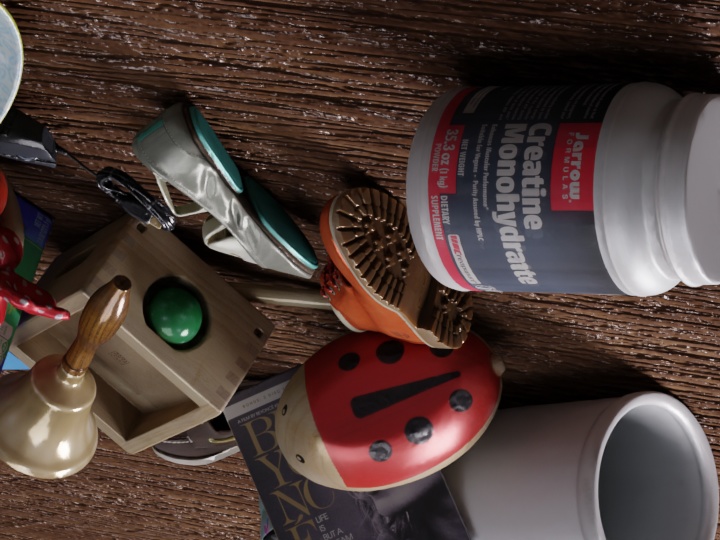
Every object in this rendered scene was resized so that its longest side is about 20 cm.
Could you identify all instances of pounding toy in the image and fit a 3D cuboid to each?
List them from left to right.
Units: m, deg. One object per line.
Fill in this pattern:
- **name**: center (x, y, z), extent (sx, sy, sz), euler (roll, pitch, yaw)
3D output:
- **pounding toy**: center (-0.158, 0.041, 1.933), extent (0.184, 0.142, 0.200), euler (43, 144, -16)

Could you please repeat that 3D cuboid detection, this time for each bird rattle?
- **bird rattle**: center (-0.300, -0.046, 1.800), extent (0.113, 0.163, 0.200), euler (-32, 125, 24)

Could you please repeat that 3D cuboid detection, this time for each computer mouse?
- **computer mouse**: center (-0.229, -0.078, 1.764), extent (0.200, 0.034, 0.059), euler (30, 160, 16)

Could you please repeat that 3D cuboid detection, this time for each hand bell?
- **hand bell**: center (-0.223, 0.070, 1.838), extent (0.104, 0.104, 0.200), euler (24, 135, -13)

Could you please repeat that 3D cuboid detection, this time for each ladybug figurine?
- **ladybug figurine**: center (0.023, 0.106, 1.891), extent (0.200, 0.136, 0.072), euler (-23, 171, 4)

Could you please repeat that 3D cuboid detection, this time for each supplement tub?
- **supplement tub**: center (0.144, -0.054, 1.529), extent (0.200, 0.140, 0.140), euler (1, 149, 30)

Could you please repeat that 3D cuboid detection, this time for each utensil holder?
- **utensil holder**: center (0.173, 0.192, 1.960), extent (0.200, 0.170, 0.170), euler (-7, 145, 44)

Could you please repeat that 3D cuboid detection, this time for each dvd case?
- **dvd case**: center (-0.012, 0.170, 1.936), extent (0.149, 0.200, 0.016), euler (-23, 173, -1)

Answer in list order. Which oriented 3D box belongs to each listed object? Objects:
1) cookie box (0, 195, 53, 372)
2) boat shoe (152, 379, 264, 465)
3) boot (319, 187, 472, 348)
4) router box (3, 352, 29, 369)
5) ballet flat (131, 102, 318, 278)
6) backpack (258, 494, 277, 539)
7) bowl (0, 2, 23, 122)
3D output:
- **cookie box**: center (-0.367, -0.015, 1.877), extent (0.075, 0.171, 0.200), euler (-16, 139, 44)
- **boat shoe**: center (-0.120, 0.134, 2.133), extent (0.200, 0.072, 0.060), euler (-6, 140, 32)
- **boot**: center (0.000, 0.000, 1.802), extent (0.107, 0.075, 0.200), euler (6, 153, 31)
- **router box**: center (-0.376, 0.023, 2.085), extent (0.149, 0.051, 0.200), euler (-3, 148, 37)
- **ballet flat**: center (-0.106, -0.051, 1.761), extent (0.064, 0.067, 0.200), euler (-30, 132, 11)
- **backpack**: center (0.005, 0.220, 2.144), extent (0.200, 0.127, 0.167), euler (-1, 147, 0)
- **bowl**: center (-0.352, -0.156, 1.640), extent (0.108, 0.200, 0.200), euler (53, 173, 33)
